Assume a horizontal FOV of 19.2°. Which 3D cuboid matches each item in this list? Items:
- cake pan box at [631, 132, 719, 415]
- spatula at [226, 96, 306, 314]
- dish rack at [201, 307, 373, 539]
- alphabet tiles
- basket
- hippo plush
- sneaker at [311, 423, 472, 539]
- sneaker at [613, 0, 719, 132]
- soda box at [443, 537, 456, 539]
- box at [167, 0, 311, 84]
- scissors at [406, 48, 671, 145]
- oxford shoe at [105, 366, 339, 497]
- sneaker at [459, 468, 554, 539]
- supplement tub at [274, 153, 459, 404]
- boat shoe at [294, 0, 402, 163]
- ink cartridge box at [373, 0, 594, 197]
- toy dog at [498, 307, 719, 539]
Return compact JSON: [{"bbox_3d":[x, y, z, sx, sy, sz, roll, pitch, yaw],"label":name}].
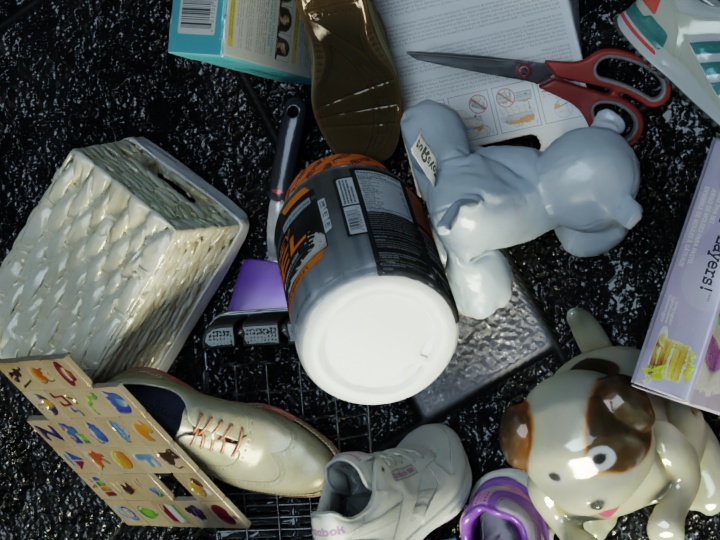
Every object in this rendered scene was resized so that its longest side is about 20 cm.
[{"bbox_3d":[0.272,0.013,1.523,0.052,0.200,0.184,21,90,28],"label":"cake pan box"},{"bbox_3d":[-0.068,-0.042,1.738,0.056,0.021,0.200,14,102,17],"label":"spatula"},{"bbox_3d":[-0.052,0.130,1.710,0.153,0.055,0.200,-4,90,15],"label":"dish rack"},{"bbox_3d":[-0.197,0.136,1.680,0.167,0.200,0.008,-6,41,49],"label":"alphabet tiles"},{"bbox_3d":[-0.207,0.004,1.734,0.135,0.123,0.200,37,105,18],"label":"basket"},{"bbox_3d":[0.125,-0.074,1.605,0.161,0.200,0.160,-17,63,1],"label":"hippo plush"},{"bbox_3d":[0.024,0.163,1.614,0.075,0.200,0.100,-7,116,30],"label":"sneaker"},{"bbox_3d":[0.286,-0.156,1.590,0.200,0.070,0.093,45,109,19],"label":"sneaker"},{"bbox_3d":[-0.018,0.258,1.653,0.200,0.068,0.064,-11,77,-4],"label":"soda box"},{"bbox_3d":[-0.077,-0.195,1.656,0.049,0.200,0.082,6,90,24],"label":"box"},{"bbox_3d":[0.140,-0.157,1.639,0.200,0.014,0.073,23,103,-2],"label":"scissors"},{"bbox_3d":[-0.113,0.132,1.659,0.200,0.074,0.071,16,93,12],"label":"oxford shoe"},{"bbox_3d":[0.121,0.253,1.632,0.080,0.088,0.200,-18,83,18],"label":"sneaker"},{"bbox_3d":[0.000,0.000,1.619,0.122,0.200,0.123,-4,122,-7],"label":"supplement tub"},{"bbox_3d":[-0.007,-0.176,1.668,0.071,0.065,0.200,-6,124,7],"label":"boat shoe"},{"bbox_3d":[0.099,-0.173,1.685,0.161,0.050,0.200,-11,103,20],"label":"ink cartridge box"},{"bbox_3d":[0.182,0.120,1.552,0.139,0.200,0.194,-7,86,19],"label":"toy dog"}]
